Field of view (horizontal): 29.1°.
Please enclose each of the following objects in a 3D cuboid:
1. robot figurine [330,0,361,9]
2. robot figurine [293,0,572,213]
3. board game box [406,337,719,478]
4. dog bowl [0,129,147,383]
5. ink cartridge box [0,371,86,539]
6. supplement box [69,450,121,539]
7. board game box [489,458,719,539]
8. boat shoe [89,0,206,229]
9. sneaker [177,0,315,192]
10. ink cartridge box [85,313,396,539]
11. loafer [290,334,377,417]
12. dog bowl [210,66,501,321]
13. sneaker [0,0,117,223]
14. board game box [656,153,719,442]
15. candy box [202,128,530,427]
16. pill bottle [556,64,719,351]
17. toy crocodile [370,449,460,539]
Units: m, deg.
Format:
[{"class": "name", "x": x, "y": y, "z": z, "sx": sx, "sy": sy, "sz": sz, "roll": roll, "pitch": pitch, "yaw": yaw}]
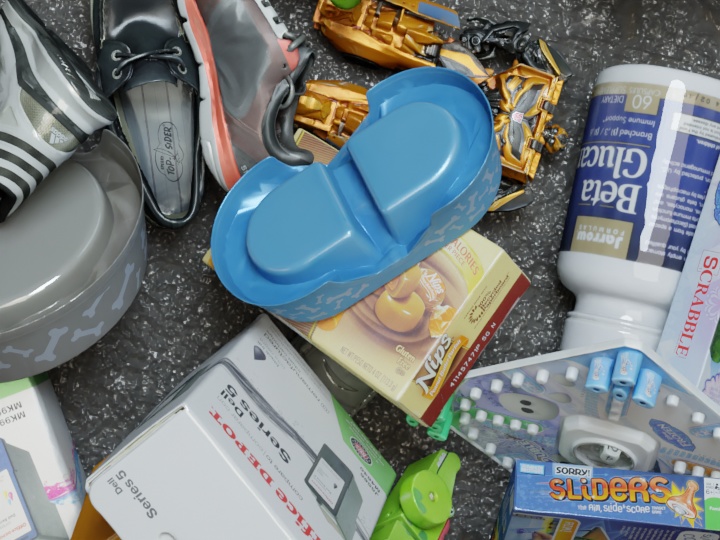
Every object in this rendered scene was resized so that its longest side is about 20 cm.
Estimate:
[{"class": "robot figurine", "x": -0.024, "y": -0.261, "z": 0.905, "sx": 0.115, "sy": 0.200, "sz": 0.177, "roll": -22, "pitch": 65, "yaw": 20}, {"class": "robot figurine", "x": 0.053, "y": -0.120, "z": 0.972, "sx": 0.198, "sy": 0.058, "sz": 0.146, "roll": 17, "pitch": 88, "yaw": 0}, {"class": "board game box", "x": 0.157, "y": 0.120, "z": 0.893, "sx": 0.199, "sy": 0.199, "sz": 0.026, "roll": 37, "pitch": 57, "yaw": -28}, {"class": "dog bowl", "x": -0.228, "y": -0.013, "z": 0.892, "sx": 0.198, "sy": 0.059, "sz": 0.201, "roll": -6, "pitch": 46, "yaw": 7}, {"class": "ink cartridge box", "x": -0.259, "y": 0.151, "z": 0.923, "sx": 0.144, "sy": 0.087, "sz": 0.202, "roll": -20, "pitch": 93, "yaw": -7}, {"class": "supplement box", "x": -0.092, "y": 0.207, "z": 0.893, "sx": 0.073, "sy": 0.126, "sz": 0.200, "roll": -38, "pitch": 109, "yaw": 16}, {"class": "board game box", "x": 0.155, "y": 0.183, "z": 0.911, "sx": 0.134, "sy": 0.201, "sz": 0.035, "roll": 6, "pitch": 60, "yaw": 1}, {"class": "boat shoe", "x": -0.139, "y": -0.121, "z": 0.924, "sx": 0.074, "sy": 0.066, "sz": 0.202, "roll": -5, "pitch": 108, "yaw": -11}, {"class": "sneaker", "x": -0.067, "y": -0.155, "z": 0.920, "sx": 0.081, "sy": 0.077, "sz": 0.202, "roll": -6, "pitch": 97, "yaw": 20}, {"class": "ink cartridge box", "x": -0.065, "y": 0.129, "z": 0.849, "sx": 0.084, "sy": 0.200, "sz": 0.146, "roll": -38, "pitch": 94, "yaw": 15}, {"class": "loafer", "x": -0.008, "y": 0.057, "z": 0.960, "sx": 0.070, "sy": 0.070, "sz": 0.200, "roll": 40, "pitch": 88, "yaw": -4}, {"class": "dog bowl", "x": 0.002, "y": -0.043, "z": 0.870, "sx": 0.199, "sy": 0.050, "sz": 0.112, "roll": -33, "pitch": 53, "yaw": 8}, {"class": "sneaker", "x": -0.230, "y": -0.103, "z": 0.884, "sx": 0.115, "sy": 0.201, "sz": 0.076, "roll": -44, "pitch": 121, "yaw": 2}, {"class": "board game box", "x": 0.285, "y": 0.038, "z": 0.958, "sx": 0.199, "sy": 0.041, "sz": 0.201, "roll": 21, "pitch": 86, "yaw": -43}, {"class": "candy box", "x": 0.000, "y": 0.000, "z": 0.914, "sx": 0.199, "sy": 0.055, "sz": 0.116, "roll": 33, "pitch": 84, "yaw": 38}, {"class": "pill bottle", "x": 0.199, "y": -0.033, "z": 0.967, "sx": 0.110, "sy": 0.111, "sz": 0.202, "roll": 12, "pitch": 87, "yaw": -6}, {"class": "toy crocodile", "x": 0.022, "y": 0.190, "z": 0.915, "sx": 0.067, "sy": 0.200, "sz": 0.062, "roll": -33, "pitch": 102, "yaw": 34}]
